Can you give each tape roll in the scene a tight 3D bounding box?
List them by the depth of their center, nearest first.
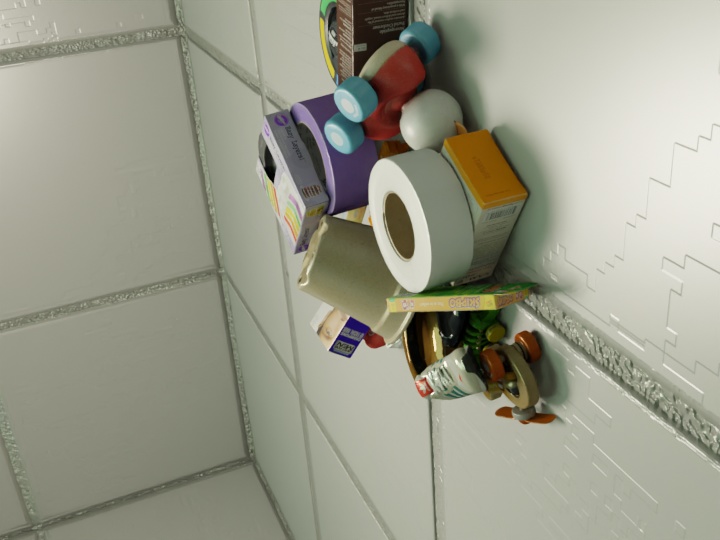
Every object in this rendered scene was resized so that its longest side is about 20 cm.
[{"bbox_3d":[0.084,-0.073,1.233,0.202,0.071,0.203,163,90,-72],"label":"tape roll"},{"bbox_3d":[-0.048,-0.197,1.447,0.200,0.085,0.201,53,153,42],"label":"tape roll"}]

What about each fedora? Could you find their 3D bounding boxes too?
[{"bbox_3d":[0.132,0.113,1.453,0.201,0.081,0.202,174,90,-75],"label":"fedora"}]

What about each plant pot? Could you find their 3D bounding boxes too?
[{"bbox_3d":[0.000,0.000,1.423,0.200,0.183,0.201,-160,90,-80],"label":"plant pot"}]

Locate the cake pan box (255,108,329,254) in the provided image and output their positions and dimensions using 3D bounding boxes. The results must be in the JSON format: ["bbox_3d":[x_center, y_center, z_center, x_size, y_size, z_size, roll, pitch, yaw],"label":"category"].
[{"bbox_3d":[-0.123,-0.155,1.494,0.201,0.052,0.184,66,158,17],"label":"cake pan box"}]

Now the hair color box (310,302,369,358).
[{"bbox_3d":[-0.012,0.062,1.710,0.200,0.065,0.109,-59,35,15],"label":"hair color box"}]

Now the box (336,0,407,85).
[{"bbox_3d":[0.018,-0.370,1.398,0.075,0.100,0.201,-126,27,-47],"label":"box"}]

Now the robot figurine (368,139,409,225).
[{"bbox_3d":[0.055,-0.126,1.522,0.200,0.058,0.145,100,160,-50],"label":"robot figurine"}]

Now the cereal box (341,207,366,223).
[{"bbox_3d":[-0.015,-0.192,1.642,0.144,0.039,0.201,107,160,-59],"label":"cereal box"}]

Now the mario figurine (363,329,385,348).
[{"bbox_3d":[-0.002,0.090,1.798,0.200,0.106,0.124,-131,29,-58],"label":"mario figurine"}]

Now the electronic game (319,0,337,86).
[{"bbox_3d":[-0.036,-0.434,1.604,0.200,0.041,0.201,166,90,-72],"label":"electronic game"}]

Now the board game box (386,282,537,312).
[{"bbox_3d":[0.144,0.038,1.205,0.199,0.095,0.030,-7,94,40],"label":"board game box"}]

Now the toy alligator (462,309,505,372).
[{"bbox_3d":[0.185,0.120,1.344,0.059,0.054,0.201,-121,25,-43],"label":"toy alligator"}]

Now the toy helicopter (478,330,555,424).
[{"bbox_3d":[0.222,0.174,1.273,0.133,0.079,0.200,64,167,8],"label":"toy helicopter"}]

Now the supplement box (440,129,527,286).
[{"bbox_3d":[0.158,-0.087,1.235,0.200,0.073,0.126,104,146,-55],"label":"supplement box"}]

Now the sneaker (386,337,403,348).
[{"bbox_3d":[0.083,0.072,1.556,0.075,0.088,0.201,-122,25,-46],"label":"sneaker"}]

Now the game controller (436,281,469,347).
[{"bbox_3d":[0.143,0.021,1.348,0.104,0.042,0.201,117,156,-46],"label":"game controller"}]

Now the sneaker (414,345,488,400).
[{"bbox_3d":[0.131,0.166,1.276,0.200,0.093,0.071,80,168,-78],"label":"sneaker"}]

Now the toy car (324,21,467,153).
[{"bbox_3d":[0.083,-0.229,1.280,0.200,0.184,0.177,42,155,7],"label":"toy car"}]
